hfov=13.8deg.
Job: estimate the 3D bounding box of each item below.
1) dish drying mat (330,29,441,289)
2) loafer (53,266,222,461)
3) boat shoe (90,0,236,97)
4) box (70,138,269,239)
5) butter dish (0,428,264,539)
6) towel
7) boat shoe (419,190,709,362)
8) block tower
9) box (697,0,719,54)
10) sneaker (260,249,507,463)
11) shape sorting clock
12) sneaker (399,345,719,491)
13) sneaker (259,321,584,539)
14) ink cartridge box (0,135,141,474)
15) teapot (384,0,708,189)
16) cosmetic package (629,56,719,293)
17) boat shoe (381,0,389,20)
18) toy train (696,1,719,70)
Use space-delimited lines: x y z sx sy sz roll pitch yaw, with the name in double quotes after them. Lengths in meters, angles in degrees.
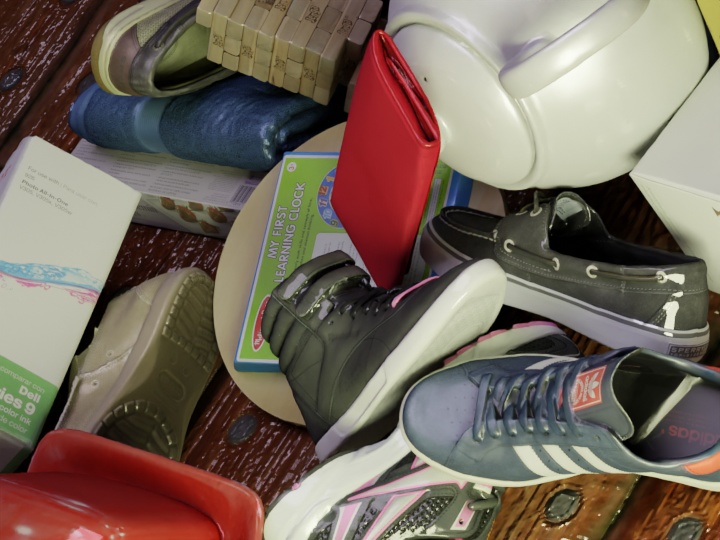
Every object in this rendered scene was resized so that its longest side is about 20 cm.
0.014 -0.055 1.636 0.018 0.200 0.077 -25 71 -16 "dish drying mat"
-0.144 0.087 1.780 0.068 0.076 0.200 -4 46 42 "loafer"
-0.074 -0.159 1.882 0.201 0.072 0.066 -30 41 -28 "boat shoe"
-0.114 -0.051 1.917 0.200 0.039 0.041 10 57 43 "box"
-0.174 0.188 1.604 0.199 0.148 0.200 13 89 45 "butter dish"
-0.089 -0.104 1.907 0.200 0.049 0.112 11 26 44 "towel"
0.112 -0.010 1.623 0.070 0.066 0.200 -7 23 -39 "boat shoe"
0.002 -0.128 1.802 0.200 0.058 0.054 22 61 5 "block tower"
0.212 -0.161 1.590 0.075 0.050 0.200 -30 35 14 "box"
0.004 0.023 1.630 0.071 0.099 0.200 -23 -16 -36 "sneaker"
0.000 0.000 1.758 0.200 0.039 0.200 -12 63 23 "shape sorting clock"
0.113 0.069 1.531 0.200 0.085 0.075 0 70 15 "sneaker"
0.050 0.116 1.610 0.200 0.080 0.086 -39 64 -7 "sneaker"
-0.224 0.038 1.830 0.145 0.087 0.200 -45 22 53 "ink cartridge box"
0.084 -0.115 1.623 0.197 0.200 0.146 33 61 32 "teapot"
0.250 -0.084 1.608 0.200 0.108 0.085 -50 39 -16 "cosmetic package"
0.021 -0.158 1.901 0.067 0.057 0.200 -50 40 -15 "boat shoe"
0.156 -0.180 1.770 0.085 0.114 0.200 -24 40 18 "toy train"
